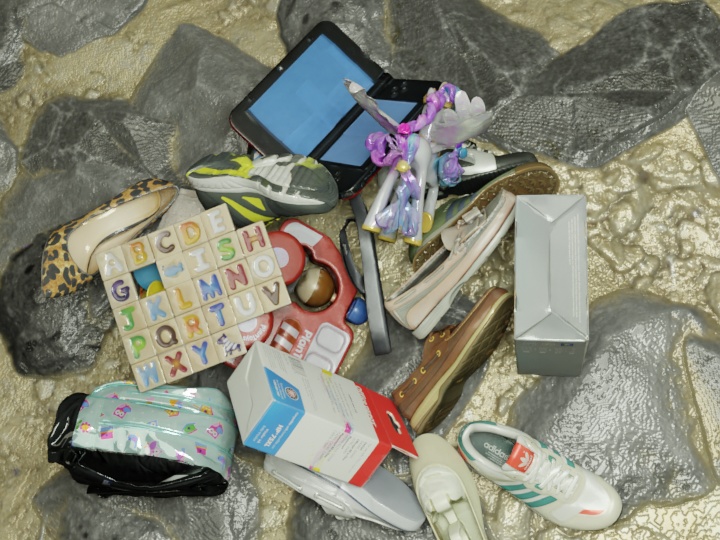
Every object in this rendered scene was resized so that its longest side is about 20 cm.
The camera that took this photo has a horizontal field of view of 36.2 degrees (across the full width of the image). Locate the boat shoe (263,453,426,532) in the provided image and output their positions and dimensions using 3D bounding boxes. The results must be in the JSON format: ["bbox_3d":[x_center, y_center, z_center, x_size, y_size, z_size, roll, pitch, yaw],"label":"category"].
[{"bbox_3d":[-0.020,0.251,1.272,0.199,0.074,0.066,31,113,13],"label":"boat shoe"}]

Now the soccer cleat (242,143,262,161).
[{"bbox_3d":[-0.105,-0.163,1.408,0.086,0.070,0.201,20,67,-16],"label":"soccer cleat"}]

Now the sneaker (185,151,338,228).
[{"bbox_3d":[-0.109,-0.088,1.301,0.199,0.085,0.075,12,45,28],"label":"sneaker"}]

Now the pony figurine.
[{"bbox_3d":[0.059,-0.132,1.228,0.166,0.193,0.201,16,89,12],"label":"pony figurine"}]

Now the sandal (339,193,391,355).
[{"bbox_3d":[0.000,0.000,1.293,0.043,0.076,0.202,-9,78,4],"label":"sandal"}]

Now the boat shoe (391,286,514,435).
[{"bbox_3d":[0.101,0.094,1.252,0.068,0.072,0.201,42,114,23],"label":"boat shoe"}]

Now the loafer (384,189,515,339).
[{"bbox_3d":[0.102,-0.014,1.243,0.063,0.072,0.200,35,106,-2],"label":"loafer"}]

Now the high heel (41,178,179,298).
[{"bbox_3d":[-0.306,-0.044,1.345,0.142,0.072,0.200,-19,28,27],"label":"high heel"}]

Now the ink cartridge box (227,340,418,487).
[{"bbox_3d":[-0.042,0.167,1.232,0.067,0.199,0.116,-54,29,17],"label":"ink cartridge box"}]

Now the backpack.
[{"bbox_3d":[-0.244,0.199,1.284,0.199,0.167,0.127,3,70,6],"label":"backpack"}]

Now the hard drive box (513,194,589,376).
[{"bbox_3d":[0.208,0.022,1.209,0.076,0.200,0.157,0,74,10],"label":"hard drive box"}]

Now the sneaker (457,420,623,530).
[{"bbox_3d":[0.192,0.225,1.212,0.199,0.093,0.071,27,82,18],"label":"sneaker"}]

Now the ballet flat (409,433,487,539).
[{"bbox_3d":[0.105,0.275,1.221,0.069,0.069,0.201,-25,77,4],"label":"ballet flat"}]

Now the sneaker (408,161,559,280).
[{"bbox_3d":[0.137,-0.071,1.310,0.200,0.090,0.067,-36,113,7],"label":"sneaker"}]

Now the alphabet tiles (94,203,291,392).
[{"bbox_3d":[-0.185,0.025,1.242,0.199,0.008,0.168,-21,83,7],"label":"alphabet tiles"}]

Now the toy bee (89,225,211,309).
[{"bbox_3d":[-0.222,0.017,1.331,0.131,0.200,0.109,-35,100,-33],"label":"toy bee"}]

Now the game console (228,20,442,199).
[{"bbox_3d":[-0.027,-0.200,1.338,0.200,0.119,0.172,-49,34,-19],"label":"game console"}]

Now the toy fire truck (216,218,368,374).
[{"bbox_3d":[-0.081,0.051,1.320,0.167,0.112,0.201,30,76,-10],"label":"toy fire truck"}]

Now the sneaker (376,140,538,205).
[{"bbox_3d":[0.114,-0.137,1.341,0.199,0.074,0.089,-8,75,9],"label":"sneaker"}]

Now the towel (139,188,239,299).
[{"bbox_3d":[-0.204,-0.003,1.392,0.132,0.034,0.201,9,77,15],"label":"towel"}]
